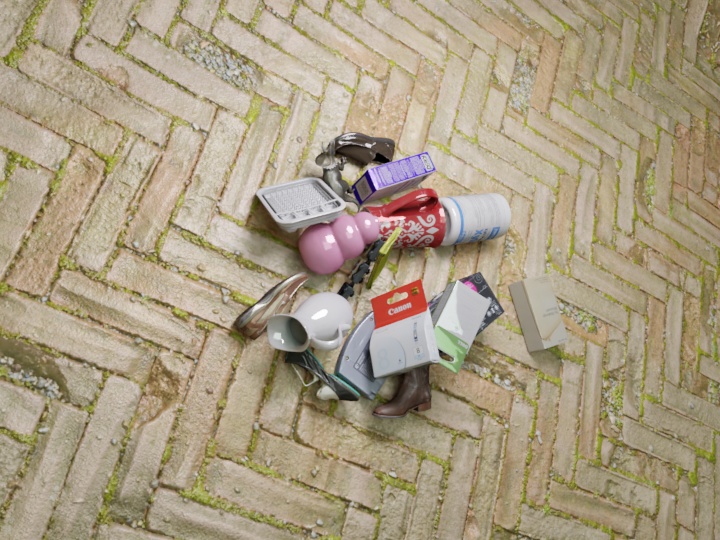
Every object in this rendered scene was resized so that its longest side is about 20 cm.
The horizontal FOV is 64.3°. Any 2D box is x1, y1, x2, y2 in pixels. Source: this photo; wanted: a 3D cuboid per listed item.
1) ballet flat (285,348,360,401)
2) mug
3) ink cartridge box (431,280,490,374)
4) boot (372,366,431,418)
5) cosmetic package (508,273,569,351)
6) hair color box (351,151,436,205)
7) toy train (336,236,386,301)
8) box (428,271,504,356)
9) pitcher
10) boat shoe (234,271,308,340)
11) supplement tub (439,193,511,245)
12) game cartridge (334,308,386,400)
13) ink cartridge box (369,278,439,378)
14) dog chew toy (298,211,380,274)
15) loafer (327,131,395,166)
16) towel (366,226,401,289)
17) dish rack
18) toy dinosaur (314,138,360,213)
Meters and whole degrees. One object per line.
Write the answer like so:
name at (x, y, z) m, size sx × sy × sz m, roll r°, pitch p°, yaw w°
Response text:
ballet flat at (-0.094, 0.252, 1.323) m, size 0.200 × 0.068 × 0.068 m, roll 41°, pitch 73°, yaw 1°
mug at (0.103, -0.136, 1.469) m, size 0.198 × 0.133 × 0.179 m, roll -7°, pitch 118°, yaw -22°
ink cartridge box at (0.221, 0.136, 1.373) m, size 0.103 × 0.059 × 0.201 m, roll 32°, pitch 73°, yaw -11°
boot at (0.101, 0.246, 1.389) m, size 0.185 × 0.064 × 0.202 m, roll -4°, pitch 94°, yaw -40°
cosmetic package at (0.508, 0.120, 1.637) m, size 0.103 × 0.073 × 0.202 m, roll -13°, pitch 81°, yaw -28°
hair color box at (0.088, -0.244, 1.510) m, size 0.199 × 0.109 × 0.065 m, roll -20°, pitch 84°, yaw -29°
toy train at (0.000, 0.000, 1.398) m, size 0.034 × 0.046 × 0.201 m, roll 32°, pitch 97°, yaw -22°
box at (0.250, 0.117, 1.490) m, size 0.199 × 0.115 × 0.133 m, roll -34°, pitch 93°, yaw -26°
pitcher at (-0.082, 0.125, 1.279) m, size 0.200 × 0.170 × 0.122 m, roll -19°, pitch 120°, yaw -56°
boat shoe at (-0.194, 0.081, 1.316) m, size 0.200 × 0.076 × 0.072 m, roll -41°, pitch 99°, yaw -19°
supplement tub at (0.296, -0.142, 1.571) m, size 0.198 × 0.132 × 0.133 m, roll -8°, pitch 80°, yaw -26°
game cartridge at (0.027, 0.198, 1.407) m, size 0.133 × 0.041 × 0.201 m, roll 42°, pitch 63°, yaw -14°
ink cartridge box at (0.089, 0.135, 1.335) m, size 0.047 × 0.159 × 0.202 m, roll 13°, pitch 60°, yaw -50°
dog chew toy at (-0.045, -0.074, 1.364) m, size 0.199 × 0.125 × 0.125 m, roll -25°, pitch 88°, yaw 4°
loafer at (0.010, -0.315, 1.511) m, size 0.198 × 0.073 × 0.072 m, roll -3°, pitch 76°, yaw -26°
towel at (0.056, -0.026, 1.390) m, size 0.018 × 0.200 × 0.086 m, roll 34°, pitch 64°, yaw 8°
dish rack at (-0.141, -0.153, 1.351) m, size 0.170 × 0.200 × 0.044 m, roll -17°, pitch 128°, yaw -20°
toy dinosaur at (-0.063, -0.226, 1.439) m, size 0.102 × 0.076 × 0.202 m, roll -40°, pitch 117°, yaw -60°
